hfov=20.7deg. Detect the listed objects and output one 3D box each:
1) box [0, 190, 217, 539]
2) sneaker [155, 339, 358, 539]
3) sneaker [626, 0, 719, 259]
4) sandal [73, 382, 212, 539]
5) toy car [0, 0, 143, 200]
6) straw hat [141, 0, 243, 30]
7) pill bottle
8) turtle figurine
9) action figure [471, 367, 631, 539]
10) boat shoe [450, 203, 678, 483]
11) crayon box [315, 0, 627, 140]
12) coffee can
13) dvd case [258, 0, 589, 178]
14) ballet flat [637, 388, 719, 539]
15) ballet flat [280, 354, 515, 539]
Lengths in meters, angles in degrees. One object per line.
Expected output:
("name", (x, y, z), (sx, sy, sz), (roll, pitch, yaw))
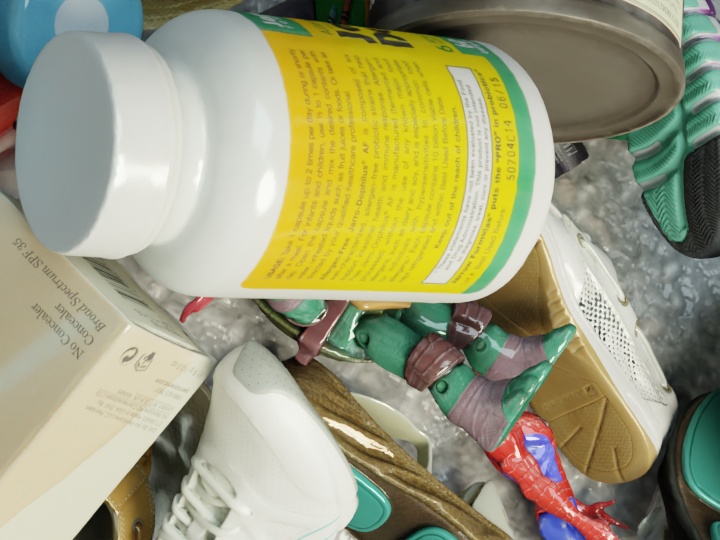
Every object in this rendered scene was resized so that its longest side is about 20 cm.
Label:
("box", (-0.163, 0.078, 0.793), (0.095, 0.078, 0.200), (40, 94, 26))
("sneaker", (-0.049, 0.109, 0.844), (0.080, 0.201, 0.070), (-27, 56, -21))
("sneaker", (0.180, -0.105, 0.987), (0.087, 0.074, 0.201), (-1, 76, -31))
("sandal", (-0.132, 0.118, 0.874), (0.200, 0.054, 0.080), (-38, 93, -28))
("toy car", (-0.177, -0.033, 0.860), (0.177, 0.184, 0.200), (-33, 118, -28))
("straw hat", (-0.080, -0.196, 0.964), (0.085, 0.200, 0.202), (21, 60, -63))
("pill bottle", (-0.030, -0.045, 0.789), (0.200, 0.113, 0.113), (2, 75, -35))
("turtle figurine", (0.000, 0.000, 0.925), (0.200, 0.101, 0.150), (35, 42, 5))
("action figure", (0.104, 0.130, 0.972), (0.052, 0.065, 0.200), (-28, 88, 6))
("boat shoe", (0.096, 0.010, 1.002), (0.069, 0.071, 0.200), (-41, 105, -46))
("crayon box", (0.077, -0.136, 1.019), (0.199, 0.058, 0.119), (3, 75, -25))
("coffee can", (0.081, -0.178, 0.916), (0.146, 0.146, 0.201), (13, 70, -20))
("dvd case", (0.008, -0.078, 1.014), (0.200, 0.016, 0.149), (-30, 90, -29))
("ballet flat", (0.168, 0.135, 0.968), (0.068, 0.068, 0.200), (33, 30, -13))
("ballet flat", (0.024, 0.112, 0.949), (0.200, 0.068, 0.072), (41, 44, -4))
